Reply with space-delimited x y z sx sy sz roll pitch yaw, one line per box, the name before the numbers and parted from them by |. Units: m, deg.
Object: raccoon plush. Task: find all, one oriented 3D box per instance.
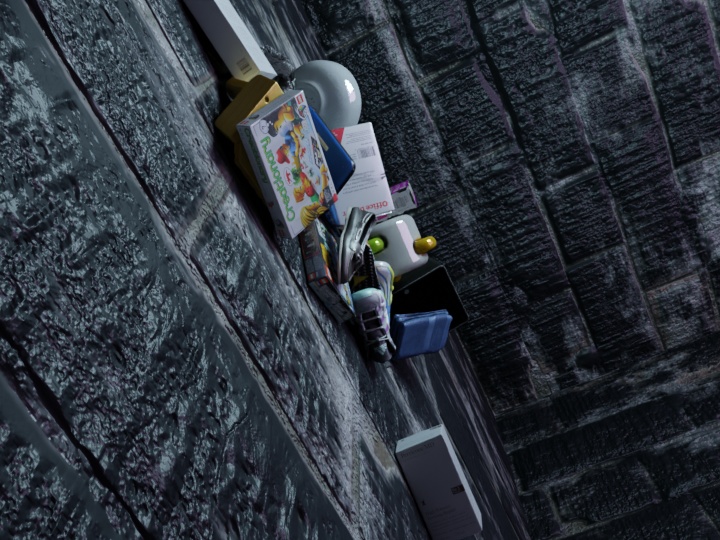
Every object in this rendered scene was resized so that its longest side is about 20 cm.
raccoon plush | -0.200 -0.442 1.479 0.134 0.097 0.200 -107 171 -76

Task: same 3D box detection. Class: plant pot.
plant pot | 0.133 0.067 1.831 0.200 0.199 0.177 60 -1 -33

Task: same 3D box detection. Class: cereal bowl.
cereal bowl | -0.103 -0.374 1.568 0.083 0.200 0.200 -15 82 -58

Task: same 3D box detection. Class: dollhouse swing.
dollhouse swing | -0.181 -0.206 1.181 0.182 0.176 0.200 -57 138 -26

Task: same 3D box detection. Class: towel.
towel | 0.143 0.156 1.707 0.200 0.048 0.112 -4 112 -48

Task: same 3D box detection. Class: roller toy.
roller toy | 0.063 -0.039 1.651 0.140 0.200 0.182 68 -23 0

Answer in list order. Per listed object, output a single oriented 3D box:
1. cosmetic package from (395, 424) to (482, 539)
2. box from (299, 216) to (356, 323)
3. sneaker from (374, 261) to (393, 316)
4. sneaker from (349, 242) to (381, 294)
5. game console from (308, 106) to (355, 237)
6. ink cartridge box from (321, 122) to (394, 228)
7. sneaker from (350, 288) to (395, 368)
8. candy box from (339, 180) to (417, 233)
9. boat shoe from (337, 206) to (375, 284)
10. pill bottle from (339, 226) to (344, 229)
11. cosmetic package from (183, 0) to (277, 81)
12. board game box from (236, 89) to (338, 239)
cosmetic package | 0.151 0.411 1.339 0.074 0.102 0.200 -35 101 -81
box | -0.068 -0.016 1.331 0.137 0.040 0.200 55 15 -47
sneaker | 0.043 0.066 1.541 0.200 0.076 0.105 83 -1 -57
sneaker | 0.000 0.000 1.458 0.090 0.070 0.200 -104 -175 -51
game console | -0.072 -0.197 1.405 0.118 0.171 0.200 8 39 -49
ink cartridge box | -0.028 -0.201 1.502 0.084 0.144 0.200 -10 -84 63
sneaker | 0.034 0.128 1.401 0.200 0.078 0.140 62 10 -61
candy box | 0.041 -0.158 1.771 0.136 0.200 0.061 -78 144 -76
boat shoe | -0.007 -0.051 1.312 0.200 0.057 0.067 -81 174 -47
pill bottle | -0.051 -0.201 1.634 0.112 0.112 0.200 51 18 -58
cosmetic package | -0.239 -0.431 1.266 0.200 0.052 0.151 57 13 -8
board game box | -0.111 -0.167 1.108 0.126 0.035 0.200 -45 130 -35
